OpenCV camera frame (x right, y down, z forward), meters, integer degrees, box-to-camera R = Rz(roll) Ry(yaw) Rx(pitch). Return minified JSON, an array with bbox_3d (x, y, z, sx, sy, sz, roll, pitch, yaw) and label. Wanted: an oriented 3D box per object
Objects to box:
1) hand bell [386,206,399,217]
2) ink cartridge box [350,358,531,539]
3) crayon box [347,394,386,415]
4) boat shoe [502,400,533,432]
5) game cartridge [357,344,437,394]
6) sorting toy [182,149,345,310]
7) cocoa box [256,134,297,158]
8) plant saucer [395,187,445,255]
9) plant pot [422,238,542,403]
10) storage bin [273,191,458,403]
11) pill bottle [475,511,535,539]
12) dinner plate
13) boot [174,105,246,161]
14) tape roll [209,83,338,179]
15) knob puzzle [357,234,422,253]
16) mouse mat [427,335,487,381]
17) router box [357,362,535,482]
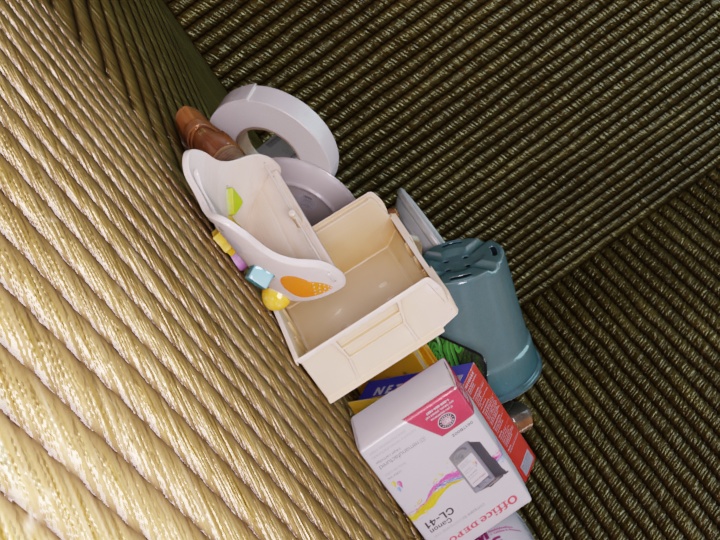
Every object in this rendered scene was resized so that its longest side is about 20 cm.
[{"bbox_3d":[-0.032,-0.038,1.453,0.105,0.198,0.104,58,9,-14],"label":"hand bell"},{"bbox_3d":[0.101,0.235,1.245,0.201,0.146,0.086,54,4,-21],"label":"ink cartridge box"},{"bbox_3d":[0.086,0.228,1.347,0.202,0.125,0.051,56,45,-22],"label":"crayon box"},{"bbox_3d":[0.185,0.243,1.490,0.199,0.075,0.075,-20,-91,55],"label":"boat shoe"},{"bbox_3d":[0.051,0.154,1.486,0.178,0.032,0.199,57,-32,-10],"label":"game cartridge"},{"bbox_3d":[-0.133,-0.059,1.150,0.201,0.106,0.180,58,10,34],"label":"sorting toy"},{"bbox_3d":[-0.120,-0.133,1.669,0.132,0.133,0.200,55,-6,-23],"label":"cocoa box"},{"bbox_3d":[0.110,-0.043,1.653,0.201,0.050,0.200,51,6,-8],"label":"plant saucer"},{"bbox_3d":[0.162,0.072,1.512,0.201,0.196,0.200,-120,-167,-65],"label":"plant pot"},{"bbox_3d":[-0.008,0.026,1.247,0.094,0.196,0.201,58,0,-40],"label":"storage bin"},{"bbox_3d":[0.186,0.390,1.344,0.114,0.112,0.200,54,2,-27],"label":"pill bottle"},{"bbox_3d":[-0.086,-0.087,1.496,0.201,0.197,0.024,55,45,-32],"label":"dinner plate"},{"bbox_3d":[-0.193,-0.140,1.435,0.155,0.077,0.200,45,-4,22],"label":"boot"},{"bbox_3d":[-0.128,-0.179,1.460,0.204,0.200,0.037,55,46,-33],"label":"tape roll"},{"bbox_3d":[0.000,0.000,1.416,0.220,0.216,0.031,53,15,-53],"label":"knob puzzle"},{"bbox_3d":[0.129,0.185,1.460,0.160,0.007,0.204,23,-53,45],"label":"mouse mat"},{"bbox_3d":[0.117,0.224,1.399,0.181,0.198,0.049,55,45,-20],"label":"router box"}]
